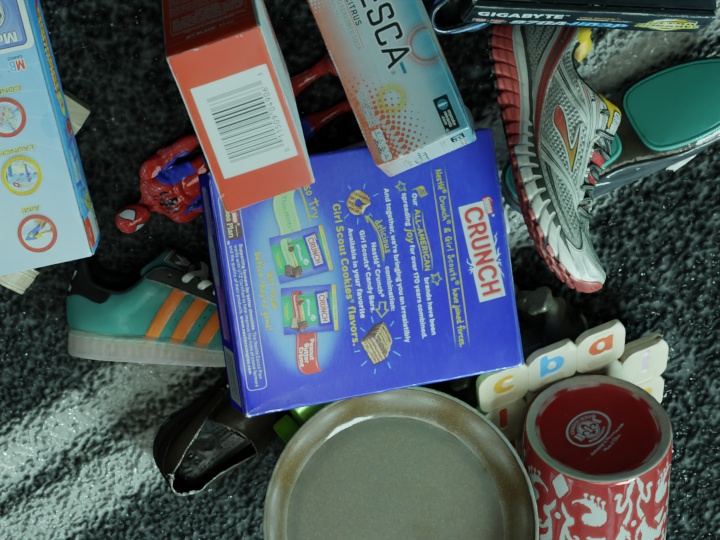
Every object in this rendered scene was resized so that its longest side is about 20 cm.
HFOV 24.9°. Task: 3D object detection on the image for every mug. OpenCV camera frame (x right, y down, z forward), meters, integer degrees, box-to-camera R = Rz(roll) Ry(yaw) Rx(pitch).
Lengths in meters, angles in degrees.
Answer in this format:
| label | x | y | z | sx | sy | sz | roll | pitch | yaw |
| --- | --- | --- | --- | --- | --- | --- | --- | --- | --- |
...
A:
| label | x | y | z | sx | sy | sz | roll | pitch | yaw |
| --- | --- | --- | --- | --- | --- | --- | --- | --- | --- |
| mug | 0.177 | 0.172 | 1.264 | 0.133 | 0.178 | 0.200 | 4 | 133 | 8 |

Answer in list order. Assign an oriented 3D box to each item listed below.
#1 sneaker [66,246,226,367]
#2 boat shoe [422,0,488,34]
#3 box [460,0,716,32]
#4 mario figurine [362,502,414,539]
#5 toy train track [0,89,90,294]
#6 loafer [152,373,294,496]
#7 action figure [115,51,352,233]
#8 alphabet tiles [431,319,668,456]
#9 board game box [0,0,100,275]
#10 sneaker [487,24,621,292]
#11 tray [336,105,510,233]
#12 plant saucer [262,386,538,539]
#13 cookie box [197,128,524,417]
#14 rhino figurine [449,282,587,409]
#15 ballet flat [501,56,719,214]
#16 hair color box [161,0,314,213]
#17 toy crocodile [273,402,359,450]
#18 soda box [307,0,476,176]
| label | x | y | z | sx | sy | sz | roll | pitch | yaw |
| --- | --- | --- | --- | --- | --- | --- | --- | --- | --- |
| sneaker | -0.121 | 0.024 | 1.194 | 0.199 | 0.071 | 0.080 | 0 | 100 | 8 |
| boat shoe | 0.132 | -0.204 | 1.110 | 0.200 | 0.069 | 0.084 | -29 | 118 | 9 |
| box | 0.145 | -0.255 | 1.041 | 0.158 | 0.046 | 0.201 | 2 | 84 | -7 |
| mario figurine | 0.042 | 0.231 | 1.270 | 0.106 | 0.124 | 0.200 | 14 | 163 | 23 |
| toy train track | -0.262 | -0.045 | 1.176 | 0.115 | 0.033 | 0.200 | 34 | 109 | -22 |
| loafer | -0.079 | 0.109 | 1.256 | 0.073 | 0.071 | 0.200 | 38 | 108 | -23 |
| action figure | -0.092 | -0.082 | 1.168 | 0.200 | 0.052 | 0.065 | -30 | 122 | 12 |
| alphabet tiles | 0.145 | 0.112 | 1.267 | 0.199 | 0.015 | 0.196 | -21 | 144 | -9 |
| board game box | -0.298 | -0.088 | 1.113 | 0.199 | 0.056 | 0.197 | -11 | 108 | 0 |
| sneaker | 0.142 | -0.084 | 1.117 | 0.082 | 0.078 | 0.201 | -11 | 77 | 6 |
| tray | 0.003 | -0.038 | 1.204 | 0.199 | 0.022 | 0.108 | -20 | 110 | 5 |
| plant saucer | 0.028 | 0.183 | 1.169 | 0.199 | 0.032 | 0.201 | 2 | 75 | -8 |
| cookie box | 0.000 | 0.000 | 1.132 | 0.199 | 0.075 | 0.172 | -9 | 95 | -11 |
| rhino figurine | 0.096 | 0.088 | 1.269 | 0.200 | 0.060 | 0.087 | -44 | 132 | 19 |
| ballet flat | 0.195 | -0.094 | 1.183 | 0.199 | 0.073 | 0.073 | -26 | 118 | 6 |
| hair color box | -0.083 | -0.135 | 1.050 | 0.064 | 0.200 | 0.111 | -18 | 119 | 3 |
| toy crocodile | -0.018 | 0.135 | 1.251 | 0.067 | 0.062 | 0.200 | -39 | 151 | -15 |
| soda box | 0.007 | -0.166 | 1.067 | 0.068 | 0.064 | 0.201 | -22 | 85 | 7 |
